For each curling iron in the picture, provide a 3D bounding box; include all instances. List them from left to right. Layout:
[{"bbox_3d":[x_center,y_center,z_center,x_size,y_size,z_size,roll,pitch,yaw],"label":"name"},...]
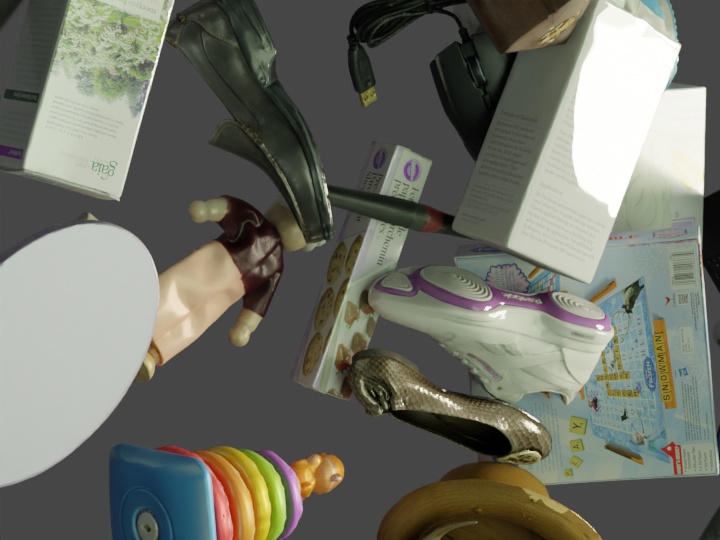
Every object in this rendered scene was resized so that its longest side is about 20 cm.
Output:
[{"bbox_3d":[0.046,-0.050,1.598,0.198,0.026,0.050,4,74,-27],"label":"curling iron"}]

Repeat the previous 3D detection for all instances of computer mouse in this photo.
[{"bbox_3d":[0.070,-0.135,1.606,0.139,0.046,0.201,-17,127,6],"label":"computer mouse"}]

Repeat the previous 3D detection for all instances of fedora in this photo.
[{"bbox_3d":[0.111,0.217,1.675,0.201,0.199,0.082,48,33,-29],"label":"fedora"}]

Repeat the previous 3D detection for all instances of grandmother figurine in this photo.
[{"bbox_3d":[-0.101,-0.004,1.541,0.199,0.060,0.122,-34,134,-27],"label":"grandmother figurine"}]

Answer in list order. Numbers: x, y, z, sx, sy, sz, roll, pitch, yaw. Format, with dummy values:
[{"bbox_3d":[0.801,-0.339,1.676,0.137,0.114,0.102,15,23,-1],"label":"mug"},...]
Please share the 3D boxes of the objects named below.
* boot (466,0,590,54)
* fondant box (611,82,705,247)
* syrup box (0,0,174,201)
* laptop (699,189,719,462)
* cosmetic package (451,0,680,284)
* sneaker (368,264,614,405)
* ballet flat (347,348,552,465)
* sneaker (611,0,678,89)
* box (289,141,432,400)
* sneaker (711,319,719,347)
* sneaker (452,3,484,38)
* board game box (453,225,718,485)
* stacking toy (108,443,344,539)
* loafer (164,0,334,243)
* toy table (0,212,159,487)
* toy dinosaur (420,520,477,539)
[{"bbox_3d":[0.058,-0.222,1.525,0.186,0.064,0.201,-38,87,6],"label":"boot"},{"bbox_3d":[0.218,-0.054,1.736,0.143,0.058,0.202,-7,103,-31],"label":"fondant box"},{"bbox_3d":[-0.190,-0.157,1.439,0.078,0.081,0.202,16,90,-32],"label":"syrup box"},{"bbox_3d":[0.316,0.041,1.711,0.103,0.177,0.201,-30,90,-21],"label":"laptop"},{"bbox_3d":[0.158,-0.104,1.582,0.101,0.071,0.202,23,89,-39],"label":"cosmetic package"},{"bbox_3d":[0.096,0.057,1.606,0.198,0.075,0.100,14,115,-14],"label":"sneaker"},{"bbox_3d":[0.070,0.118,1.616,0.199,0.067,0.047,28,52,-32],"label":"ballet flat"},{"bbox_3d":[0.193,-0.229,1.670,0.080,0.076,0.202,-20,89,-27],"label":"sneaker"},{"bbox_3d":[0.000,0.000,1.614,0.038,0.041,0.202,21,87,-33],"label":"box"},{"bbox_3d":[0.414,0.065,1.873,0.200,0.073,0.112,37,79,-30],"label":"sneaker"},{"bbox_3d":[0.077,-0.243,1.614,0.087,0.075,0.202,-4,117,0],"label":"sneaker"},{"bbox_3d":[0.184,0.072,1.674,0.197,0.041,0.202,-4,104,10],"label":"board game box"},{"bbox_3d":[-0.087,0.173,1.564,0.199,0.115,0.111,-12,102,-45],"label":"stacking toy"},{"bbox_3d":[-0.078,-0.107,1.513,0.072,0.073,0.202,-24,85,-5],"label":"loafer"},{"bbox_3d":[-0.231,0.046,1.411,0.200,0.117,0.184,-40,110,-10],"label":"toy table"},{"bbox_3d":[0.022,0.254,1.642,0.100,0.058,0.201,4,125,-18],"label":"toy dinosaur"}]
